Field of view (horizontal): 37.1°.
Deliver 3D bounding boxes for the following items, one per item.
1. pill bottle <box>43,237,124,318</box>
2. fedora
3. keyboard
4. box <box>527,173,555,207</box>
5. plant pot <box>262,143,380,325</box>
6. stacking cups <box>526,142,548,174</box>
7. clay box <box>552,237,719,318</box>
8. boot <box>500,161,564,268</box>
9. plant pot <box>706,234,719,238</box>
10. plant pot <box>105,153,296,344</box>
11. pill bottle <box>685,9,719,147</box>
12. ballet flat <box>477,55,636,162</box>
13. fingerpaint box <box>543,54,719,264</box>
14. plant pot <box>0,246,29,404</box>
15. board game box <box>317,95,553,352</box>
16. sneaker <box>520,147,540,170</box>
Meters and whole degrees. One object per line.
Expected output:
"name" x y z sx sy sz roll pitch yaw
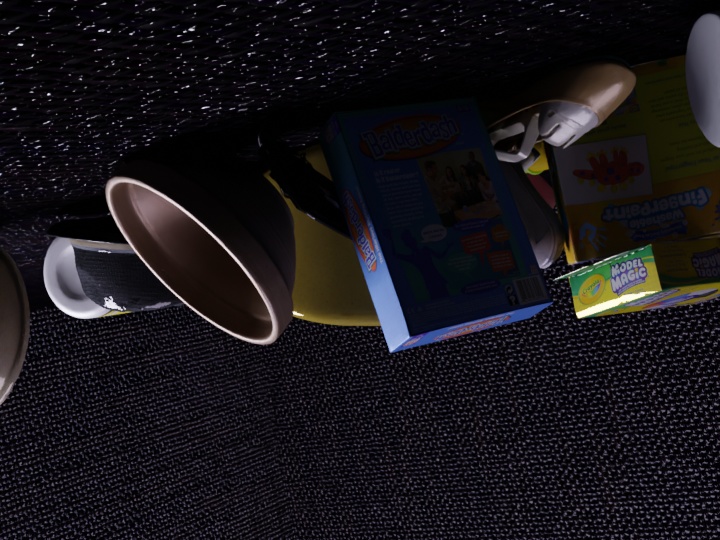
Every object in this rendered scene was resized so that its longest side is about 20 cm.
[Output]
"pill bottle" -0.309 -0.002 1.385 0.110 0.115 0.200 -12 178 17
"fedora" -0.250 -0.005 1.187 0.196 0.094 0.201 3 -174 0
"keyboard" -0.045 -0.060 0.935 0.039 0.105 0.200 -36 163 9
"box" 0.152 -0.052 1.437 0.201 0.109 0.128 -52 -170 -14
"plant pot" -0.010 -0.038 1.122 0.196 0.199 0.195 -6 180 13
"stacking cups" 0.173 -0.136 1.324 0.060 0.062 0.199 -11 180 -36
"clay box" 0.289 0.006 1.017 0.197 0.049 0.114 -6 168 -32
"boot" 0.111 -0.080 1.046 0.094 0.201 0.074 -1 130 -35
"plant pot" 0.307 -0.116 1.129 0.139 0.204 0.199 15 170 -19
"plant pot" -0.124 -0.037 0.957 0.093 0.201 0.200 -50 -164 -23
"pill bottle" 0.347 -0.155 0.777 0.196 0.117 0.114 -11 179 -7
"ballet flat" 0.163 -0.130 0.945 0.068 0.064 0.199 24 162 -25
"fingerpaint box" 0.278 -0.108 1.014 0.196 0.170 0.073 -13 179 4
"plant pot" -0.482 0.055 1.121 0.197 0.205 0.182 -12 167 30
"board game box" 0.064 -0.045 0.921 0.150 0.203 0.045 -10 163 -29
"sneaker" 0.141 -0.059 1.222 0.070 0.203 0.073 26 -164 11
